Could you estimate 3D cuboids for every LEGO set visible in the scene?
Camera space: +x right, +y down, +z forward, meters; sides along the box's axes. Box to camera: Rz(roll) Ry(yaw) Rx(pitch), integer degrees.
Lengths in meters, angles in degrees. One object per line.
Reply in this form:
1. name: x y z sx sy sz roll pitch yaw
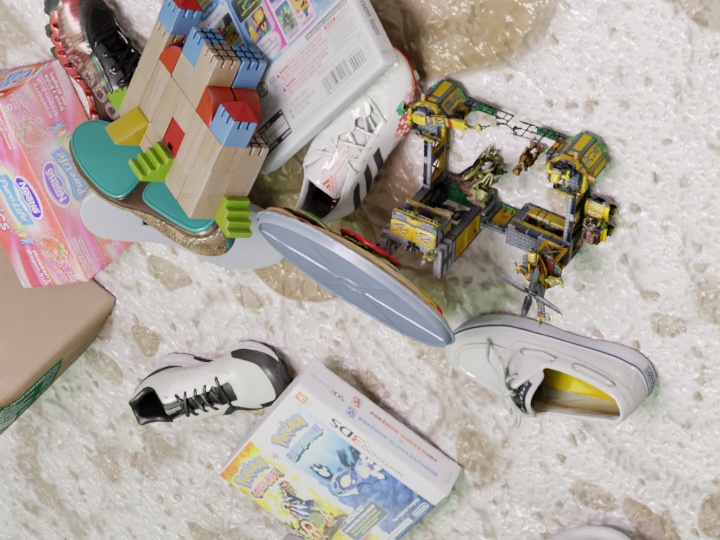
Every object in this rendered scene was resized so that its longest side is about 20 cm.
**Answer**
1. LEGO set: 0.099 -0.054 1.567 0.199 0.116 0.155 28 137 17

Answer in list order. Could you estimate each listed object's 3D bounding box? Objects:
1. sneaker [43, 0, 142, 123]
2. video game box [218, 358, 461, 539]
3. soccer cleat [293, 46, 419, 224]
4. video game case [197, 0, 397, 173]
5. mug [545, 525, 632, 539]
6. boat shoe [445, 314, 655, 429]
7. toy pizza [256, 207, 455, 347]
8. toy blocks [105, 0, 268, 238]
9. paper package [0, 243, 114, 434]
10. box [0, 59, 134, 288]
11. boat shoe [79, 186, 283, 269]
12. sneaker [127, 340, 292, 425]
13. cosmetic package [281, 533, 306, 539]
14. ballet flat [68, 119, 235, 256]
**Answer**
1. sneaker: -0.222 -0.181 1.764 0.097 0.071 0.202 4 125 36
2. video game box: -0.023 0.198 1.892 0.182 0.047 0.200 38 138 -2
3. soccer cleat: -0.007 -0.108 1.638 0.068 0.085 0.201 38 137 9
4. video game case: -0.066 -0.206 1.616 0.200 0.024 0.183 -37 75 48
5. mug: 0.238 0.328 1.749 0.198 0.148 0.177 -5 114 6
6. boat shoe: 0.150 0.099 1.669 0.200 0.086 0.075 13 129 30
7. toy pizza: 0.000 0.000 1.627 0.199 0.032 0.200 32 170 6
8. toy blocks: -0.133 -0.144 1.634 0.200 0.099 0.137 53 128 37
9. paper package: -0.388 0.051 1.977 0.190 0.200 0.104 38 138 7
10. box: -0.313 -0.093 1.884 0.102 0.095 0.201 -4 118 39
11. boat shoe: -0.162 -0.055 1.804 0.198 0.070 0.071 9 124 -3
12. sneaker: -0.152 0.124 1.934 0.199 0.080 0.074 -12 111 41
13. cosmetic package: -0.017 0.350 1.981 0.198 0.102 0.075 11 126 33
14. ballet flat: -0.186 -0.067 1.717 0.200 0.071 0.065 37 166 33
